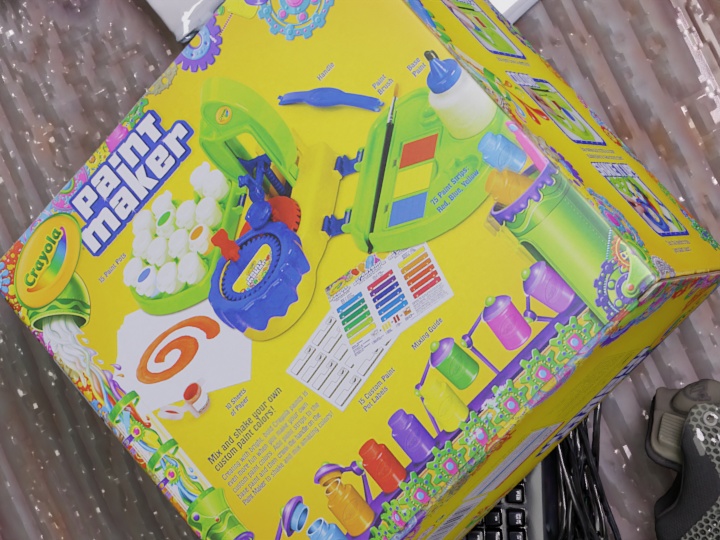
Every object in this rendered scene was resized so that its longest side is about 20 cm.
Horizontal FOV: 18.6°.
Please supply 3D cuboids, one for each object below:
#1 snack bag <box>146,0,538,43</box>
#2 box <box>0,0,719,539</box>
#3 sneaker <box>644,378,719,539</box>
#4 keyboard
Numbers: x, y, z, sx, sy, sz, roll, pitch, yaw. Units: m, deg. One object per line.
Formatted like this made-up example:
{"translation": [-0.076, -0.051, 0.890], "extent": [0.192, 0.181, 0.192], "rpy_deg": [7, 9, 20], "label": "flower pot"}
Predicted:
{"translation": [-0.011, -0.160, 0.934], "extent": [0.188, 0.021, 0.200], "rpy_deg": [-42, 84, 8], "label": "snack bag"}
{"translation": [0.000, 0.000, 0.855], "extent": [0.200, 0.122, 0.193], "rpy_deg": [-46, 75, 18], "label": "box"}
{"translation": [0.189, 0.059, 0.872], "extent": [0.114, 0.076, 0.199], "rpy_deg": [43, 103, 1], "label": "sneaker"}
{"translation": [0.054, 0.063, 0.916], "extent": [0.104, 0.040, 0.201], "rpy_deg": [-3, 91, 11], "label": "keyboard"}
